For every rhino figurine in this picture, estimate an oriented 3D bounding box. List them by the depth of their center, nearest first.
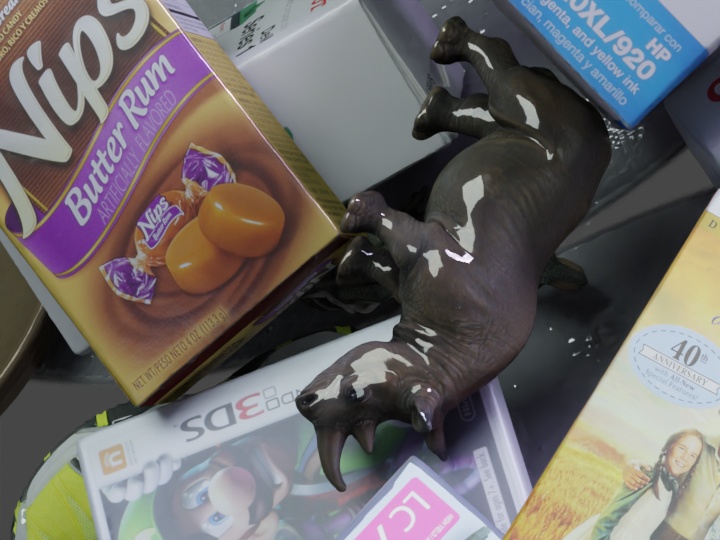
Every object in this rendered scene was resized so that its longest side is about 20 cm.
[{"bbox_3d":[0.034,0.000,1.174,0.087,0.060,0.200,23,74,13],"label":"rhino figurine"}]

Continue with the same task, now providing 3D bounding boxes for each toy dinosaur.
[{"bbox_3d":[0.000,0.000,1.285,0.199,0.048,0.088,-12,11,8],"label":"toy dinosaur"}]

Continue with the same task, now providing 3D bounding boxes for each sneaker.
[{"bbox_3d":[-0.067,0.096,1.258,0.200,0.075,0.077,-29,45,15],"label":"sneaker"}]

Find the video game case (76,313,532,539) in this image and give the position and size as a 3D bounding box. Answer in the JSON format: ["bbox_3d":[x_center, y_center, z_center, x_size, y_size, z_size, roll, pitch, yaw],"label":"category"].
[{"bbox_3d":[-0.012,0.127,1.179,0.181,0.023,0.201,-21,63,9],"label":"video game case"}]

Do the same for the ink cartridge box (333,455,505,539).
[{"bbox_3d":[0.051,0.176,1.102,0.119,0.042,0.200,-46,63,-6],"label":"ink cartridge box"}]

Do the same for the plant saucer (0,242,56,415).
[{"bbox_3d":[-0.218,0.023,1.437,0.200,0.029,0.201,-22,48,26],"label":"plant saucer"}]

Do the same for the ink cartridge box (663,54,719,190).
[{"bbox_3d":[0.234,-0.037,1.149,0.146,0.083,0.200,-39,45,3],"label":"ink cartridge box"}]

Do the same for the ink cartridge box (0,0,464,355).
[{"bbox_3d":[-0.059,-0.062,1.329,0.200,0.084,0.146,-30,14,11],"label":"ink cartridge box"}]

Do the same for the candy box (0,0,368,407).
[{"bbox_3d":[-0.105,-0.055,1.230,0.117,0.056,0.200,-40,80,11],"label":"candy box"}]

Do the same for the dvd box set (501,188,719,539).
[{"bbox_3d":[0.140,0.089,1.053,0.146,0.029,0.200,32,90,28],"label":"dvd box set"}]

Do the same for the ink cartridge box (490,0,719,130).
[{"bbox_3d":[0.130,-0.177,1.181,0.200,0.145,0.147,-44,-1,4],"label":"ink cartridge box"}]
